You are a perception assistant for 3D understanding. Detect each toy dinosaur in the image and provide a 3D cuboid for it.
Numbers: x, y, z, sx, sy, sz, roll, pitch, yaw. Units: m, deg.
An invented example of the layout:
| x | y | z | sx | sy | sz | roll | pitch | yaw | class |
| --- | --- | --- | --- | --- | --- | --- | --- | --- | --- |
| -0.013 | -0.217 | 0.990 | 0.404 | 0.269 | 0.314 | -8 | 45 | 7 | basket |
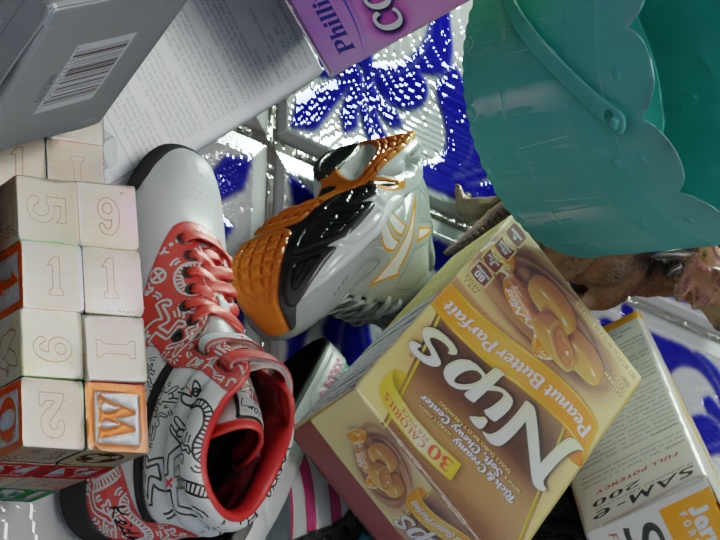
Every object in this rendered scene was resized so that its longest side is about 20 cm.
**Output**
| x | y | z | sx | sy | sz | roll | pitch | yaw | class |
| --- | --- | --- | --- | --- | --- | --- | --- | --- | --- |
| 0.139 | -0.021 | 1.283 | 0.199 | 0.135 | 0.087 | 20 | 62 | -42 | toy dinosaur |

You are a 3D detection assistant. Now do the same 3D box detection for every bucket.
| x | y | z | sx | sy | sz | roll | pitch | yaw | class |
| --- | --- | --- | --- | --- | --- | --- | --- | --- | --- |
| 0.159 | -0.103 | 1.160 | 0.206 | 0.134 | 0.209 | 10 | 76 | -45 | bucket |

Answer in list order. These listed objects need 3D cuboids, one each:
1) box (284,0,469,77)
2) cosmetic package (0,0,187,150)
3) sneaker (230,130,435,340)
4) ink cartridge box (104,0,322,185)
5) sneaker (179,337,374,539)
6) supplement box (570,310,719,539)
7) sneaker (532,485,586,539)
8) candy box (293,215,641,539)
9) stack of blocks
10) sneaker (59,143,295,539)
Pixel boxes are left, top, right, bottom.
| x | y | z | sx | sy | sz | roll | pitch | yaw | class |
| --- | --- | --- | --- | --- | --- | --- | --- | --- | --- |
| 0.036 | -0.218 | 1.137 | 0.097 | 0.199 | 0.176 | 58 | 7 | -29 | box |
| -0.162 | -0.161 | 0.913 | 0.090 | 0.107 | 0.201 | -20 | 70 | -43 | cosmetic package |
| 0.000 | 0.000 | 1.154 | 0.093 | 0.075 | 0.200 | 69 | 28 | -17 | sneaker |
| -0.133 | -0.125 | 1.104 | 0.199 | 0.057 | 0.164 | -33 | 102 | -28 | ink cartridge box |
| -0.023 | 0.140 | 1.089 | 0.121 | 0.083 | 0.201 | 44 | 45 | -15 | sneaker |
| 0.163 | 0.128 | 1.224 | 0.127 | 0.073 | 0.200 | 62 | 8 | -23 | supplement box |
| 0.068 | 0.167 | 1.184 | 0.199 | 0.076 | 0.115 | -23 | 91 | -52 | sneaker |
| 0.058 | 0.068 | 1.113 | 0.116 | 0.055 | 0.200 | 51 | 36 | -4 | candy box |
| -0.148 | -0.008 | 0.966 | 0.058 | 0.115 | 0.202 | 6 | 71 | -33 | stack of blocks |
| -0.071 | 0.031 | 1.034 | 0.067 | 0.107 | 0.203 | 31 | 62 | -42 | sneaker |
